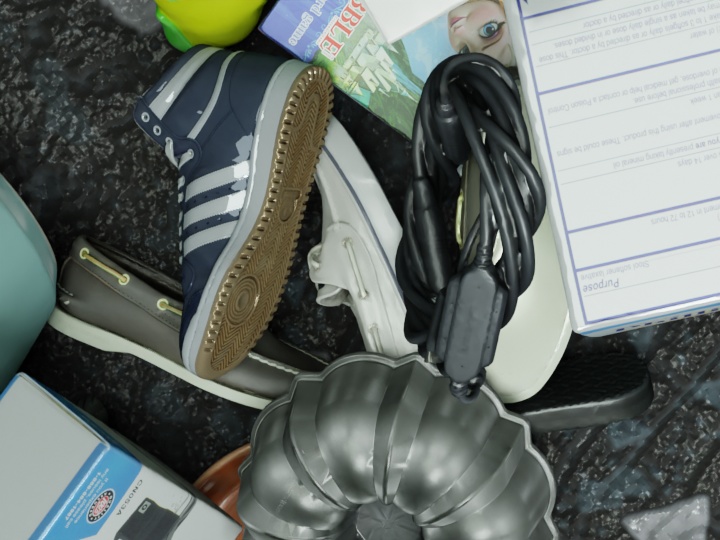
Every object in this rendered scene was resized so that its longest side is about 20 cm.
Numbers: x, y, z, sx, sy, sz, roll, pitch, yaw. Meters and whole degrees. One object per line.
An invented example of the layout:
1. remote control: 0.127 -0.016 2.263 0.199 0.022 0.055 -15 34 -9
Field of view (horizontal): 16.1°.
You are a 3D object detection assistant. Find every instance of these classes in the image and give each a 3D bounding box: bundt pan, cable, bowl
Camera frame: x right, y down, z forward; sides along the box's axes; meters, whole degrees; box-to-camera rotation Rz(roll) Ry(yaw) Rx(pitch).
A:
1. bundt pan: 0.015 0.154 1.516 0.201 0.076 0.203 5 112 11
2. cable: 0.060 -0.037 1.437 0.050 0.163 0.201 0 122 -11
3. bowl: -0.263 -0.009 1.578 0.105 0.201 0.201 -39 85 -19

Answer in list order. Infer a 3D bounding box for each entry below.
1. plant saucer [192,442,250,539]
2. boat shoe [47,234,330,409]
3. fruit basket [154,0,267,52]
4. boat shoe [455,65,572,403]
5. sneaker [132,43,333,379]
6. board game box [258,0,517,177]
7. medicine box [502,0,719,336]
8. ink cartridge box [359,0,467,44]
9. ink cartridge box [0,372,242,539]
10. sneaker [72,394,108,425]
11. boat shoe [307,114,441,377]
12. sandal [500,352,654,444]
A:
1. plant saucer: -0.030 0.201 1.612 0.199 0.032 0.202 1 94 11
2. boat shoe: -0.100 0.036 1.594 0.200 0.072 0.061 19 101 12
3. fruit basket: -0.093 -0.233 1.540 0.215 0.216 0.156 -40 86 11
4. boat shoe: 0.093 -0.022 1.523 0.072 0.060 0.203 -1 110 -7
5. sneaker: -0.095 -0.041 1.551 0.108 0.070 0.201 19 93 27
6. board game box: 0.074 -0.171 1.550 0.199 0.041 0.200 35 100 -2
7. medicine box: 0.191 -0.079 1.394 0.181 0.103 0.201 -13 88 14
8. ink cartridge box: 0.079 -0.221 1.446 0.199 0.147 0.083 -29 103 7
9. ink cartridge box: -0.174 0.166 1.511 0.084 0.200 0.145 33 85 28
10. sneaker: -0.209 0.171 1.631 0.088 0.074 0.200 37 102 -8
11. boat shoe: 0.000 0.000 1.561 0.065 0.072 0.201 -25 83 -3
12. sandal: 0.083 0.097 1.567 0.199 0.075 0.048 -8 118 10
